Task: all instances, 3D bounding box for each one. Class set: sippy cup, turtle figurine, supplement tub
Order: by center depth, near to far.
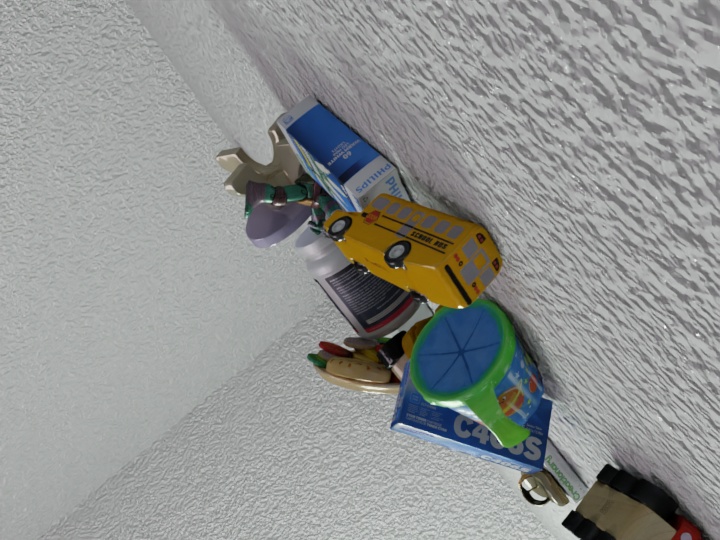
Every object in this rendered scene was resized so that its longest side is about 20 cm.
[{"bbox_3d":[0.150,0.123,0.899,0.139,0.179,0.130,-9,142,41],"label":"sippy cup"},{"bbox_3d":[-0.063,-0.096,1.064,0.150,0.199,0.101,133,141,-80],"label":"turtle figurine"},{"bbox_3d":[0.000,0.000,1.226,0.200,0.140,0.140,53,175,-18],"label":"supplement tub"}]

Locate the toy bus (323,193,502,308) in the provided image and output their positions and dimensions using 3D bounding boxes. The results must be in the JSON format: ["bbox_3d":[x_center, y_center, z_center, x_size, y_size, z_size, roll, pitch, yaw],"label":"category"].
[{"bbox_3d":[0.046,-0.026,0.769,0.200,0.078,0.065,27,160,53],"label":"toy bus"}]

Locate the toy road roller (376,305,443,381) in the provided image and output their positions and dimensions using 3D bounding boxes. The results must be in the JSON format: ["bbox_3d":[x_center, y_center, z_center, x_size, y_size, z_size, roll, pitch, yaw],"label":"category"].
[{"bbox_3d":[0.136,0.110,1.098,0.123,0.146,0.200,49,-148,18],"label":"toy road roller"}]

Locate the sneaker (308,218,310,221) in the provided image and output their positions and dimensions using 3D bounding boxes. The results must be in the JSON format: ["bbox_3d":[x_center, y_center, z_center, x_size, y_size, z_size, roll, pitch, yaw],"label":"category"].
[{"bbox_3d":[-0.058,-0.115,1.353,0.080,0.071,0.200,25,169,28],"label":"sneaker"}]

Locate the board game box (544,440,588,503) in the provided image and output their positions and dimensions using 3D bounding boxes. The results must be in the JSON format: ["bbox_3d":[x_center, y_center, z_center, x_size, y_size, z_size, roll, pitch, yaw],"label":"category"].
[{"bbox_3d":[0.304,0.304,1.309,0.200,0.035,0.126,51,175,-4],"label":"board game box"}]

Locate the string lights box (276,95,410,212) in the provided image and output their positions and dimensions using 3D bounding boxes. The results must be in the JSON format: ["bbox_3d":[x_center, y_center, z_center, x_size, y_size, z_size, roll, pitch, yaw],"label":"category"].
[{"bbox_3d":[-0.016,-0.124,0.923,0.200,0.059,0.103,47,172,40],"label":"string lights box"}]

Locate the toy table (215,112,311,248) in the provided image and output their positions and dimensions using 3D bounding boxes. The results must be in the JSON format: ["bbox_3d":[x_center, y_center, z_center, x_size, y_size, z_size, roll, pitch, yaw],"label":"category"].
[{"bbox_3d":[-0.134,-0.147,1.177,0.117,0.183,0.201,58,-146,-33],"label":"toy table"}]

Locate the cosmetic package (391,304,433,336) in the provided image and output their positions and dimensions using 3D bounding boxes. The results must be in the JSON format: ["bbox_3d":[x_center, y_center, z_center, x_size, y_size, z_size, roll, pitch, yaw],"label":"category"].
[{"bbox_3d":[0.086,0.092,1.490,0.113,0.081,0.200,53,176,-25],"label":"cosmetic package"}]

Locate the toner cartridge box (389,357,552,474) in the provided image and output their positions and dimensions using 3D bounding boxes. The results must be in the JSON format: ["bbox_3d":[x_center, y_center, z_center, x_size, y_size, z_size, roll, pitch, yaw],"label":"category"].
[{"bbox_3d":[0.147,0.189,0.977,0.199,0.095,0.043,18,154,-6],"label":"toner cartridge box"}]

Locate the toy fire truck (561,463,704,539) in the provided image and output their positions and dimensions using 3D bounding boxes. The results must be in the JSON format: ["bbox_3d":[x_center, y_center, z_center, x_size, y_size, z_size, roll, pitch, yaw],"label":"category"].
[{"bbox_3d":[0.340,0.340,0.845,0.200,0.129,0.176,39,174,4],"label":"toy fire truck"}]

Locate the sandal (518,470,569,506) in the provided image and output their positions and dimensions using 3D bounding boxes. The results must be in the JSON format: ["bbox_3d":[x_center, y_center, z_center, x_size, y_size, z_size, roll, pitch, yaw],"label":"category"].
[{"bbox_3d":[0.312,0.386,1.317,0.080,0.054,0.200,49,175,6],"label":"sandal"}]

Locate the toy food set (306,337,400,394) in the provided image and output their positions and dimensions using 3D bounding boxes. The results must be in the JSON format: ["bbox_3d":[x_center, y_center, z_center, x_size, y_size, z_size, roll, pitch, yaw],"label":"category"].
[{"bbox_3d":[0.016,0.147,1.185,0.198,0.199,0.049,20,106,61],"label":"toy food set"}]
